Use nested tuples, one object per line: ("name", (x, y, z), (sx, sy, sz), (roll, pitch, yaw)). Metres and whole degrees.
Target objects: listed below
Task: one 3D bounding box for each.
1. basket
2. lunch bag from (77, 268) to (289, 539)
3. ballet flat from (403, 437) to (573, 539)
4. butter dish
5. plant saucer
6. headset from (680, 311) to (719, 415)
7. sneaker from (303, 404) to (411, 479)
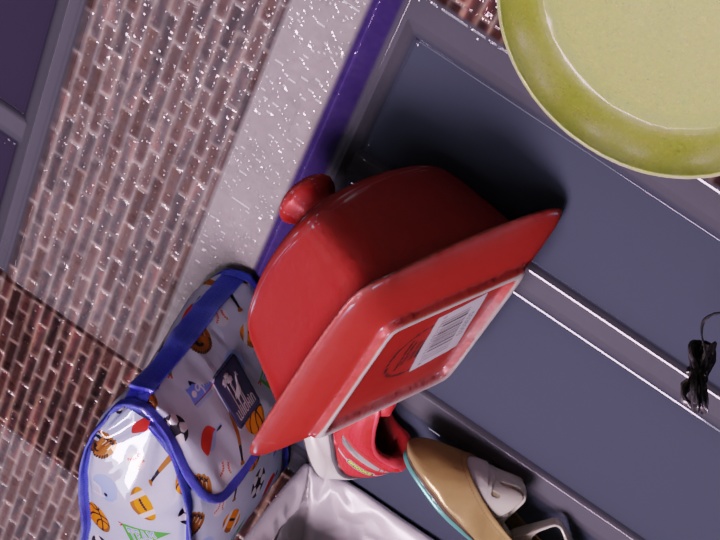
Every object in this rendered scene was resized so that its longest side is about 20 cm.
("basket", (-0.007, 0.274, 1.552), (0.199, 0.136, 0.124), (32, 139, 8))
("lunch bag", (-0.126, 0.121, 1.480), (0.123, 0.170, 0.201), (19, 133, 16))
("ballet flat", (0.112, 0.188, 1.464), (0.063, 0.069, 0.200), (-35, 105, 17))
("butter dish", (0.000, 0.000, 1.313), (0.148, 0.198, 0.200), (53, 139, 19))
("plant saucer", (0.175, -0.147, 1.157), (0.198, 0.031, 0.201), (19, 134, 21))
("headset", (0.295, 0.052, 1.192), (0.198, 0.094, 0.124), (-2, 123, 22))
("sneaker", (-0.007, 0.070, 1.442), (0.084, 0.077, 0.201), (-2, 131, 22))
